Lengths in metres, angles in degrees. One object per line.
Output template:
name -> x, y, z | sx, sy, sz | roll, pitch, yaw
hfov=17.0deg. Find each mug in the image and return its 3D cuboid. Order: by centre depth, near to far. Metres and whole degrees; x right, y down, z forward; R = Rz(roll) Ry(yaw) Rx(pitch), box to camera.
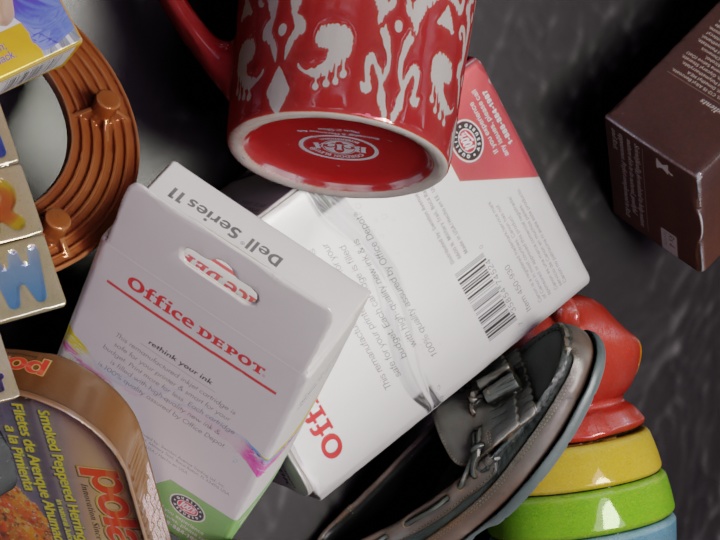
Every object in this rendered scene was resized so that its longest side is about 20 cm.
mug -> -0.017, -0.144, 1.186 | 0.133, 0.177, 0.201 | 31, 58, -51

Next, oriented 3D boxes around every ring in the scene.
ring -> -0.194, -0.078, 1.096 | 0.200, 0.019, 0.201 | 16, 48, -18

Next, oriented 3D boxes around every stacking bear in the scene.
stacking bear -> 0.123, 0.112, 1.336 | 0.113, 0.121, 0.201 | -9, 92, -11

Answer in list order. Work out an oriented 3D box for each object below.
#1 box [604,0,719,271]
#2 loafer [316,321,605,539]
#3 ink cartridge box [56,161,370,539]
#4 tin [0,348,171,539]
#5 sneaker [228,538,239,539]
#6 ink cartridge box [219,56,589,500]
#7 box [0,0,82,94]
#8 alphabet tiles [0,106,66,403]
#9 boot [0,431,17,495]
box -> 0.229, -0.106, 1.364 | 0.200, 0.075, 0.100 | -46, 152, -19
loafer -> 0.051, 0.102, 1.273 | 0.063, 0.072, 0.200 | 27, 115, -21
ink cartridge box -> -0.073, 0.033, 1.127 | 0.117, 0.200, 0.067 | 34, 47, 5
tin -> -0.149, 0.117, 1.154 | 0.042, 0.111, 0.201 | -69, 158, -45
sneaker -> -0.050, 0.203, 1.203 | 0.070, 0.075, 0.200 | -48, 159, -24
ink cartridge box -> 0.000, 0.000, 1.258 | 0.200, 0.083, 0.147 | -37, 112, -21
box -> -0.218, -0.156, 1.027 | 0.119, 0.041, 0.201 | -29, 92, -24
alphabet tiles -> -0.222, -0.026, 1.018 | 0.166, 0.006, 0.201 | -16, 79, -22
boot -> -0.235, 0.136, 1.037 | 0.200, 0.066, 0.165 | -40, 135, -29
